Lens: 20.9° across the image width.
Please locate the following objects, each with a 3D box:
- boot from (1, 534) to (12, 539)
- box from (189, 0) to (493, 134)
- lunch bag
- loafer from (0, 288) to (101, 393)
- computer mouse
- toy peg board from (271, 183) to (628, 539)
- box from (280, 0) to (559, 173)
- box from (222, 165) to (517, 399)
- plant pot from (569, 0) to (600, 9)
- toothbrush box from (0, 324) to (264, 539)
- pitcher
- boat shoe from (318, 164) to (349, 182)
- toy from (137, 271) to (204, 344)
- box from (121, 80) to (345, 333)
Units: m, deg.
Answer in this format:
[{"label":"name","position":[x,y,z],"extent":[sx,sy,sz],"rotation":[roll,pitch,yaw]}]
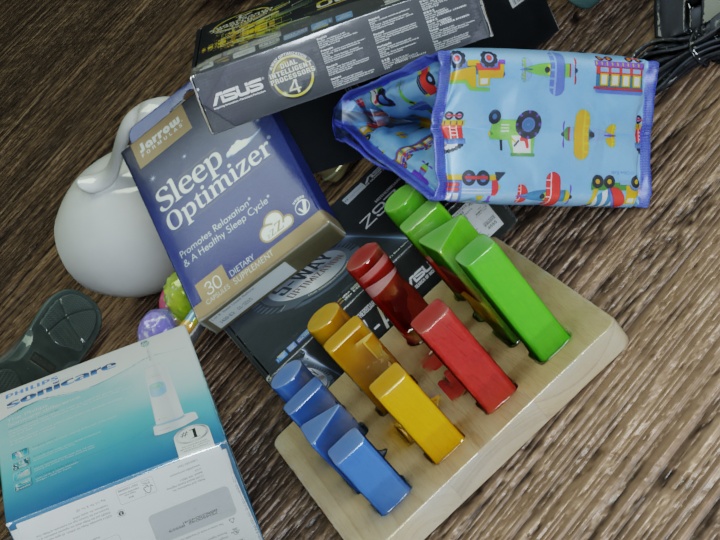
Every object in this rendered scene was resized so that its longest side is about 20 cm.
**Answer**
[{"label":"boot","position":[-0.275,0.212,1.400],"extent":[0.199,0.064,0.187],"rotation":[-35,37,23]},{"label":"box","position":[-0.016,-0.162,1.333],"extent":[0.198,0.050,0.161],"rotation":[-19,21,4]},{"label":"lunch bag","position":[0.078,-0.096,1.268],"extent":[0.200,0.149,0.095],"rotation":[-163,74,-68]},{"label":"loafer","position":[-0.286,0.100,1.631],"extent":[0.200,0.072,0.063],"rotation":[-52,5,-39]},{"label":"computer mouse","position":[0.245,-0.209,1.334],"extent":[0.138,0.053,0.201],"rotation":[-23,29,39]},{"label":"toy peg board","position":[0.025,0.048,1.176],"extent":[0.199,0.098,0.200],"rotation":[-43,23,-3]},{"label":"box","position":[0.035,-0.157,1.481],"extent":[0.140,0.079,0.200],"rotation":[-10,22,47]},{"label":"box","position":[0.000,0.000,1.365],"extent":[0.200,0.044,0.160],"rotation":[-43,23,-2]},{"label":"plant pot","position":[0.190,-0.314,1.451],"extent":[0.196,0.200,0.201],"rotation":[-42,22,19]},{"label":"toothbrush box","position":[-0.156,0.129,1.280],"extent":[0.145,0.086,0.200],"rotation":[-21,24,-6]},{"label":"pitcher","position":[-0.170,-0.065,1.589],"extent":[0.199,0.171,0.122],"rotation":[-25,50,30]},{"label":"boat shoe","position":[-0.002,-0.152,1.634],"extent":[0.073,0.063,0.201],"rotation":[-29,20,39]},{"label":"toy","position":[-0.125,0.019,1.476],"extent":[0.200,0.047,0.115],"rotation":[-51,-3,-26]},{"label":"box","position":[-0.101,-0.069,1.418],"extent":[0.121,0.032,0.201],"rotation":[-37,56,13]}]
